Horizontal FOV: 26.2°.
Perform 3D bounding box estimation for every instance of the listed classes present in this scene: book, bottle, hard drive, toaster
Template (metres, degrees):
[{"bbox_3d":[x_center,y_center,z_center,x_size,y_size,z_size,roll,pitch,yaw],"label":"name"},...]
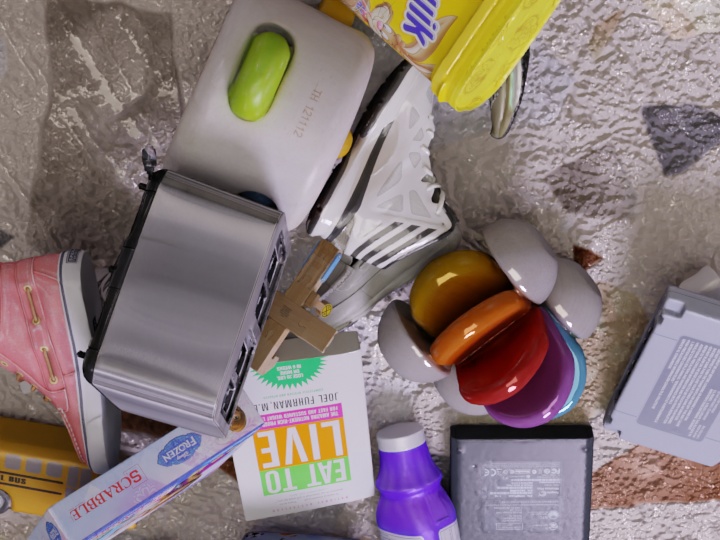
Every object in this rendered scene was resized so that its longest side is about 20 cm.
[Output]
[{"bbox_3d":[-0.058,0.145,1.454,0.133,0.048,0.201,-8,131,-1],"label":"book"},{"bbox_3d":[0.056,0.249,1.504,0.065,0.083,0.202,-20,104,-37],"label":"bottle"},{"bbox_3d":[0.157,0.247,1.529,0.138,0.033,0.201,0,113,1],"label":"hard drive"},{"bbox_3d":[-0.138,0.026,1.238,0.118,0.200,0.182,17,77,3],"label":"toaster"}]

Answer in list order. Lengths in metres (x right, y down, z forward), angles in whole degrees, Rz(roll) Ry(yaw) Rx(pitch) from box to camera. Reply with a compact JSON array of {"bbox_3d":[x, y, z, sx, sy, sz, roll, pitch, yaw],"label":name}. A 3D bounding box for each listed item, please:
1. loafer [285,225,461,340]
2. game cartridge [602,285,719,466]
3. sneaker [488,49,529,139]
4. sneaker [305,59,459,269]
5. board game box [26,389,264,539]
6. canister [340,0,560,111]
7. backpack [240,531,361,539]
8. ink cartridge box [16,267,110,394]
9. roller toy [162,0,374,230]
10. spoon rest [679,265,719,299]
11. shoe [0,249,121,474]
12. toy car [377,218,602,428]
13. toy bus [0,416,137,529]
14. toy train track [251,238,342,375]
[{"bbox_3d":[0.000,0.000,1.413,0.199,0.070,0.070,-35,93,13],"label":"loafer"},{"bbox_3d":[0.313,0.101,1.417,0.132,0.041,0.201,20,138,3],"label":"game cartridge"},{"bbox_3d":[0.098,-0.212,1.322,0.088,0.077,0.202,-2,106,13],"label":"sneaker"},{"bbox_3d":[0.046,-0.092,1.339,0.115,0.076,0.201,31,83,-9],"label":"sneaker"},{"bbox_3d":[-0.198,0.194,1.376,0.199,0.200,0.041,-31,83,-25],"label":"board game box"},{"bbox_3d":[0.053,-0.248,1.248,0.200,0.086,0.149,43,116,16],"label":"canister"},{"bbox_3d":[-0.057,0.346,1.490,0.198,0.191,0.155,0,113,2],"label":"backpack"},{"bbox_3d":[-0.211,0.042,1.405,0.198,0.116,0.068,-11,112,4],"label":"ink cartridge box"},{"bbox_3d":[-0.071,-0.134,1.292,0.139,0.200,0.183,24,123,-8],"label":"roller toy"},{"bbox_3d":[0.359,0.064,1.442,0.099,0.061,0.200,-34,122,15],"label":"spoon rest"},{"bbox_3d":[-0.264,0.082,1.324,0.090,0.072,0.202,-5,108,5],"label":"shoe"},{"bbox_3d":[0.129,0.067,1.370,0.175,0.150,0.200,-40,137,15],"label":"toy car"},{"bbox_3d":[-0.308,0.194,1.499,0.198,0.065,0.079,10,111,-2],"label":"toy bus"},{"bbox_3d":[-0.036,0.006,1.373,0.201,0.114,0.033,-56,146,-3],"label":"toy train track"}]
